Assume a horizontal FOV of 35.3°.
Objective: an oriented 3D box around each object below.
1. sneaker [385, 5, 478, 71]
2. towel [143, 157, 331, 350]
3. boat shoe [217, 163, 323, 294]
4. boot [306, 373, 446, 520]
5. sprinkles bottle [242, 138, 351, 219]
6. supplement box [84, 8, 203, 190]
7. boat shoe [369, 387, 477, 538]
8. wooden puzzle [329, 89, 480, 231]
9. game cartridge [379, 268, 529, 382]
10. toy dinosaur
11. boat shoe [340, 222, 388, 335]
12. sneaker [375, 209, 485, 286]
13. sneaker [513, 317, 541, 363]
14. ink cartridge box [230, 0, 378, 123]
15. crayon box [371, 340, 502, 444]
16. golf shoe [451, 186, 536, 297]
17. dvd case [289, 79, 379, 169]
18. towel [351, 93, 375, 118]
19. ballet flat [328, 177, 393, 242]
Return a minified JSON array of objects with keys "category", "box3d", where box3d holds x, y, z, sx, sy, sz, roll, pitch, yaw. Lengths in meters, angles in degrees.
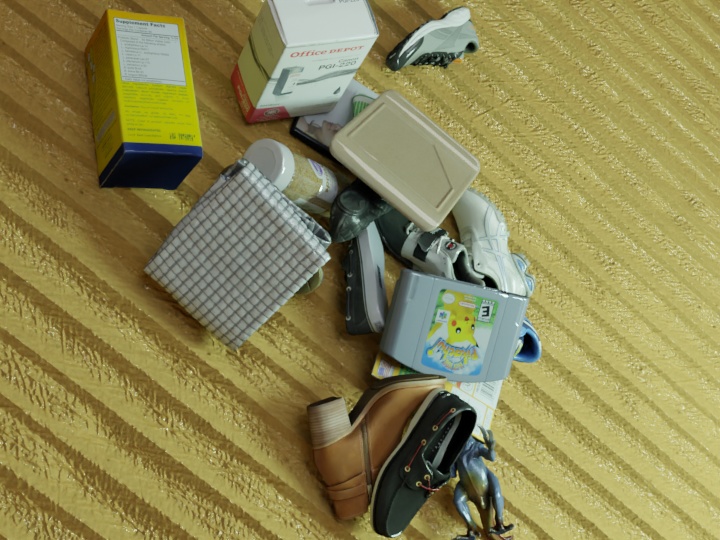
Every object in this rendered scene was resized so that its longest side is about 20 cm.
[{"category":"sneaker","box3d":[0.120,-0.354,1.790,0.199,0.074,0.080,-32,93,-37]},{"category":"towel","box3d":[-0.149,-0.023,1.415,0.166,0.200,0.086,44,19,-6]},{"category":"boat shoe","box3d":[-0.120,-0.056,1.528,0.201,0.073,0.063,49,10,0]},{"category":"boot","box3d":[0.034,0.224,1.467,0.197,0.074,0.157,-16,93,-10]},{"category":"sprinkles bottle","box3d":[-0.081,-0.119,1.512,0.199,0.067,0.069,19,54,-62]},{"category":"supplement box","box3d":[-0.283,-0.219,1.463,0.107,0.109,0.203,0,70,-31]},{"category":"boat shoe","box3d":[0.078,0.249,1.429,0.073,0.063,0.203,34,84,-42]},{"category":"wooden puzzle","box3d":[0.063,-0.154,1.579,0.184,0.037,0.200,39,40,1]},{"category":"game cartridge","box3d":[0.128,0.081,1.529,0.197,0.040,0.136,12,100,-23]},{"category":"toy dinosaur","box3d":[0.135,0.269,1.521,0.103,0.201,0.184,-14,65,2]},{"category":"boat shoe","box3d":[0.000,0.000,1.570,0.069,0.056,0.202,56,23,-50]},{"category":"sneaker","box3d":[0.106,-0.033,1.632,0.200,0.088,0.074,48,47,-5]},{"category":"sneaker","box3d":[0.188,0.080,1.605,0.198,0.074,0.083,18,28,-42]},{"category":"ink cartridge box","box3d":[-0.079,-0.294,1.548,0.144,0.200,0.086,-13,70,-26]},{"category":"crayon box","box3d":[0.101,0.146,1.578,0.198,0.051,0.127,32,57,-17]},{"category":"golf shoe","box3d":[0.179,-0.032,1.689,0.097,0.078,0.202,-30,86,-30]},{"category":"dvd case","box3d":[-0.001,-0.210,1.687,0.198,0.018,0.144,30,57,-18]},{"category":"towel","box3d":[0.055,-0.172,1.637,0.151,0.023,0.202,22,38,-23]},{"category":"ballet flat","box3d":[0.006,-0.093,1.567,0.066,0.057,0.200,37,29,12]}]
